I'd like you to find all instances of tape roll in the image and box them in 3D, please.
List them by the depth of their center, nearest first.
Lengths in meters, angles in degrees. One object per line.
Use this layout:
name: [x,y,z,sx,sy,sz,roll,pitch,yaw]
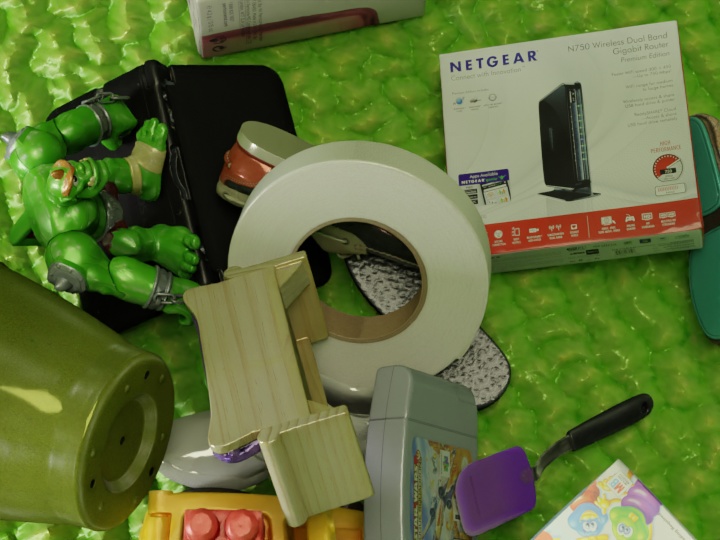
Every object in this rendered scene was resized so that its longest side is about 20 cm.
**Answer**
tape roll: [0.000,0.000,1.389,0.201,0.204,0.037,12,29,2]

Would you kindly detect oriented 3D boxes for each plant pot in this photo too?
plant pot: [-0.244,0.096,1.318,0.191,0.201,0.202,16,70,22]

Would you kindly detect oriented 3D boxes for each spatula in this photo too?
spatula: [0.153,0.139,1.412,0.199,0.020,0.057,-26,111,-32]

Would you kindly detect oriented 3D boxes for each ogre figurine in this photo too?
ogre figurine: [-0.196,-0.046,1.387,0.119,0.098,0.202,-5,78,-35]

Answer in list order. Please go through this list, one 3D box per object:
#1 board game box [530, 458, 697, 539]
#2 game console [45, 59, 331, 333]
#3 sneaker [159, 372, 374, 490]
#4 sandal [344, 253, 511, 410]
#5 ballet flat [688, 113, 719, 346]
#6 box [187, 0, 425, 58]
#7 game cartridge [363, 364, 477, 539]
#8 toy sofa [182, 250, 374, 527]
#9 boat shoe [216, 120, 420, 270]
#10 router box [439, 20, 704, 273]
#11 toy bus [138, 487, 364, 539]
board game box: [0.168,0.227,1.315,0.103,0.200,0.105,-40,77,-14]
game console: [-0.143,-0.058,1.498,0.175,0.116,0.202,-23,70,22]
sneaker: [-0.061,0.112,1.397,0.198,0.089,0.076,-4,44,-9]
sandal: [0.046,0.025,1.470,0.076,0.043,0.201,-29,82,-3]
ballet flat: [0.299,-0.032,1.483,0.067,0.068,0.202,14,64,-40]
box: [-0.051,-0.271,1.527,0.198,0.109,0.129,-11,71,-6]
game cartridge: [0.046,0.176,1.356,0.041,0.133,0.202,-5,77,23]
toy sofa: [-0.060,0.083,1.298,0.097,0.083,0.201,-17,37,-1]
boat shoe: [-0.017,-0.045,1.433,0.199,0.071,0.063,27,116,0]
router box: [0.167,-0.097,1.484,0.198,0.049,0.181,-8,71,11]
toy bus: [-0.067,0.213,1.317,0.198,0.192,0.137,3,69,-3]
